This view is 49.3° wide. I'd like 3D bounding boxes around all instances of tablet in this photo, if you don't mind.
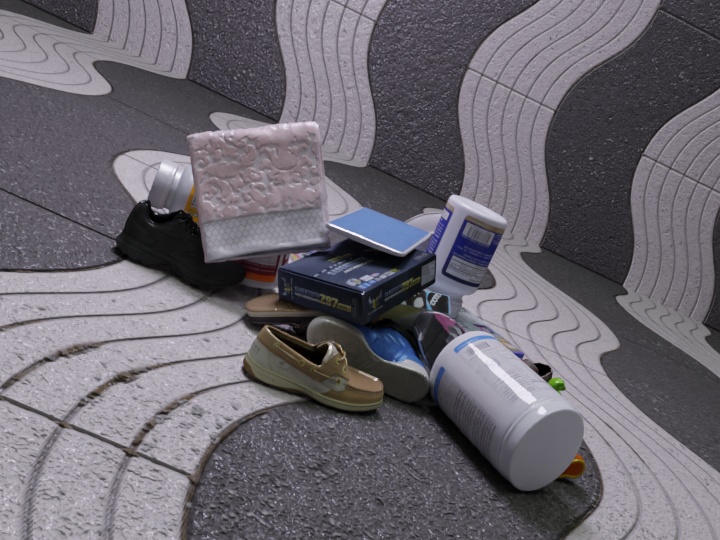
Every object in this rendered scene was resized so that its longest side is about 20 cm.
[{"bbox_3d":[0.032,-0.060,1.214,0.128,0.014,0.200,22,17,12],"label":"tablet"}]

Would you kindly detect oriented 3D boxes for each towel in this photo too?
[{"bbox_3d":[-0.146,-0.116,1.156,0.195,0.196,0.032,-8,-4,-12],"label":"towel"}]

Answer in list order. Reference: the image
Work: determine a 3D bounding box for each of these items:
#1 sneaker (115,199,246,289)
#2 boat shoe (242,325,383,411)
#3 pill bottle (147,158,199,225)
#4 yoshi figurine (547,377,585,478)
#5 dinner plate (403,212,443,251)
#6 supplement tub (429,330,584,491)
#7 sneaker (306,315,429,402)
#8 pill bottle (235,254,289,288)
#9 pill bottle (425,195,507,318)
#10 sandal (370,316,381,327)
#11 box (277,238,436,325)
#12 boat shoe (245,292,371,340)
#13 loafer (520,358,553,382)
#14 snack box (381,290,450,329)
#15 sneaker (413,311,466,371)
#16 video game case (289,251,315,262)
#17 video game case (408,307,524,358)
[{"bbox_3d":[-0.257,-0.037,1.164,0.196,0.092,0.076,22,13,-19],"label":"sneaker"},{"bbox_3d":[-0.049,0.125,1.004,0.196,0.068,0.074,19,16,-25],"label":"boat shoe"},{"bbox_3d":[-0.268,-0.118,1.377,0.196,0.115,0.113,22,15,-15],"label":"pill bottle"},{"bbox_3d":[0.286,0.221,1.188,0.111,0.113,0.200,37,8,-21],"label":"yoshi figurine"},{"bbox_3d":[0.139,-0.013,1.529,0.196,0.203,0.024,22,18,-13],"label":"dinner plate"},{"bbox_3d":[0.194,0.186,1.077,0.130,0.134,0.200,14,19,-36],"label":"supplement tub"},{"bbox_3d":[0.007,0.107,1.131,0.197,0.078,0.112,26,20,-17],"label":"sneaker"},{"bbox_3d":[-0.153,-0.083,1.248,0.107,0.205,0.110,14,13,-3],"label":"pill bottle"},{"bbox_3d":[0.179,-0.023,1.450,0.117,0.204,0.120,22,14,-6],"label":"pill bottle"},{"bbox_3d":[-0.004,0.081,1.225,0.208,0.071,0.078,23,15,-12],"label":"sandal"},{"bbox_3d":[-0.002,0.008,1.151,0.155,0.052,0.198,14,24,34],"label":"box"},{"bbox_3d":[-0.071,0.071,1.152,0.195,0.066,0.072,-2,21,-19],"label":"boat shoe"},{"bbox_3d":[0.261,0.177,1.339,0.198,0.072,0.073,9,21,-47],"label":"loafer"},{"bbox_3d":[0.044,0.058,1.319,0.197,0.038,0.115,13,-25,-41],"label":"snack box"},{"bbox_3d":[0.129,0.137,1.204,0.086,0.080,0.201,23,-26,53],"label":"sneaker"},{"bbox_3d":[-0.065,0.009,1.463,0.179,0.024,0.200,16,18,-32],"label":"video game case"},{"bbox_3d":[0.178,0.117,1.456,0.197,0.046,0.181,13,18,-41],"label":"video game case"}]
